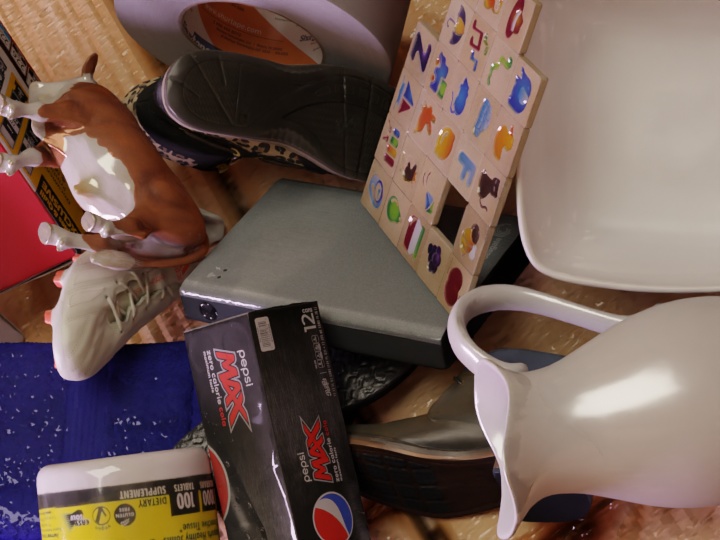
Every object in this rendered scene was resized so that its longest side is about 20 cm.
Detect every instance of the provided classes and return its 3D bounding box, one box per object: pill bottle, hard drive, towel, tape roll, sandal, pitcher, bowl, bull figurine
[{"bbox_3d":[-0.138,0.216,1.439,0.112,0.112,0.202,-9,86,23],"label":"pill bottle"},{"bbox_3d":[0.000,0.000,1.517,0.199,0.033,0.140,10,39,29],"label":"hard drive"},{"bbox_3d":[-0.197,0.120,1.553,0.198,0.050,0.149,0,60,2],"label":"towel"},{"bbox_3d":[-0.067,-0.187,1.585,0.199,0.200,0.067,4,67,29],"label":"tape roll"},{"bbox_3d":[-0.041,0.089,1.521,0.199,0.045,0.075,-37,60,-2],"label":"sandal"},{"bbox_3d":[0.159,0.064,1.361,0.198,0.122,0.173,-10,52,-9],"label":"pitcher"},{"bbox_3d":[0.196,-0.086,1.409,0.198,0.075,0.202,1,88,9],"label":"bowl"},{"bbox_3d":[-0.182,-0.074,1.550,0.200,0.121,0.065,46,126,29],"label":"bull figurine"}]

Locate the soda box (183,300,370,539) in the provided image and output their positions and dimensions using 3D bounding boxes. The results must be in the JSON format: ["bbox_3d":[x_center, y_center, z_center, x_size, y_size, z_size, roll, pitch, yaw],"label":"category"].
[{"bbox_3d":[-0.048,0.125,1.438,0.070,0.063,0.202,-17,84,45],"label":"soda box"}]

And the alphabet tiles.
[{"bbox_3d":[0.060,-0.095,1.446,0.167,0.007,0.201,53,130,54],"label":"alphabet tiles"}]

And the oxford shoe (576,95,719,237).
[{"bbox_3d":[0.159,-0.076,1.482,0.199,0.075,0.071,32,80,27],"label":"oxford shoe"}]

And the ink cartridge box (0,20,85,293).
[{"bbox_3d":[-0.275,-0.090,1.610,0.083,0.201,0.176,-24,30,15],"label":"ink cartridge box"}]

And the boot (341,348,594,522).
[{"bbox_3d":[0.068,0.101,1.459,0.198,0.075,0.097,5,51,27],"label":"boot"}]

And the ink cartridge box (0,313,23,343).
[{"bbox_3d":[-0.363,0.084,1.671,0.199,0.083,0.146,6,67,30],"label":"ink cartridge box"}]

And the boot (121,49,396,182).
[{"bbox_3d":[-0.063,-0.101,1.597,0.150,0.198,0.074,175,104,-66],"label":"boot"}]

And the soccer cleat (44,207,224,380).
[{"bbox_3d":[-0.154,0.007,1.568,0.077,0.070,0.200,3,32,16],"label":"soccer cleat"}]
